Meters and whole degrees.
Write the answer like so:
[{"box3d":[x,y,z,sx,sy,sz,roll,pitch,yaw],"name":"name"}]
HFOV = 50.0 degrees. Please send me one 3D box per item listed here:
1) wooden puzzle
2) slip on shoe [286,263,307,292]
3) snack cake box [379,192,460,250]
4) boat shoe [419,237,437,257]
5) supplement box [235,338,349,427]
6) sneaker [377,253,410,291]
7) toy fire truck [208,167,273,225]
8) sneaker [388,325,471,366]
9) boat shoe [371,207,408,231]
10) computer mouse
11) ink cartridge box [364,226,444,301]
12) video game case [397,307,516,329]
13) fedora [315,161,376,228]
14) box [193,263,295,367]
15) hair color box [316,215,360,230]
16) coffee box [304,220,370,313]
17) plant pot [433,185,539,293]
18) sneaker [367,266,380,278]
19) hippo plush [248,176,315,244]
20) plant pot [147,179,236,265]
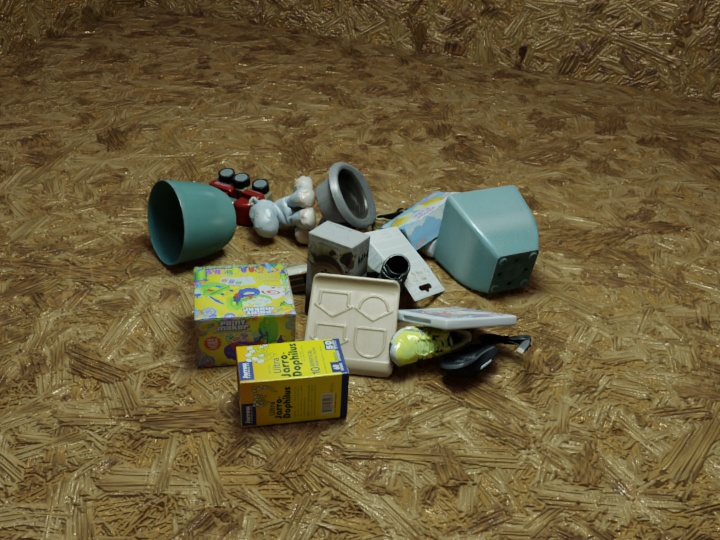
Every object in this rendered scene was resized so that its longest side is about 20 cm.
[{"box3d":[-0.018,0.114,1.588,0.184,0.046,0.201,5,71,3],"name":"wooden puzzle"},{"box3d":[-0.106,0.009,1.785,0.199,0.076,0.061,-9,37,3],"name":"slip on shoe"},{"box3d":[0.164,-0.126,1.967,0.200,0.068,0.115,-34,20,-27],"name":"snack cake box"},{"box3d":[0.228,-0.095,1.998,0.199,0.072,0.062,-25,35,-35],"name":"boat shoe"},{"box3d":[-0.129,0.207,1.439,0.199,0.110,0.109,-4,33,-12],"name":"supplement box"},{"box3d":[0.050,0.049,1.649,0.070,0.099,0.201,22,71,7],"name":"sneaker"},{"box3d":[-0.352,-0.180,2.039,0.175,0.129,0.200,20,47,24],"name":"toy fire truck"},{"box3d":[0.141,0.142,1.569,0.199,0.076,0.076,-16,4,-37],"name":"sneaker"},{"box3d":[0.119,-0.129,2.040,0.199,0.068,0.072,-17,36,-31],"name":"boat shoe"},{"box3d":[0.263,0.179,1.563,0.140,0.046,0.200,-3,14,41],"name":"computer mouse"},{"box3d":[0.092,-0.008,1.801,0.200,0.047,0.160,53,30,14],"name":"ink cartridge box"},{"box3d":[0.193,0.098,1.618,0.199,0.023,0.182,0,4,-36],"name":"video game case"},{"box3d":[-0.048,-0.177,1.936,0.090,0.178,0.200,-21,0,24],"name":"fedora"},{"box3d":[-0.243,0.088,1.605,0.198,0.123,0.193,-2,32,-11],"name":"box"},{"box3d":[-0.062,-0.085,1.958,0.101,0.062,0.200,7,31,6],"name":"hair color box"},{"box3d":[-0.052,0.010,1.677,0.112,0.201,0.080,19,32,25],"name":"coffee box"},{"box3d":[0.316,-0.058,1.845,0.195,0.197,0.200,-9,43,-21],"name":"plant pot"},{"box3d":[0.001,0.000,1.834,0.199,0.071,0.093,18,23,18],"name":"sneaker"},{"box3d":[-0.204,-0.162,1.974,0.160,0.160,0.200,-3,33,-11],"name":"hippo plush"},{"box3d":[-0.399,-0.121,1.866,0.160,0.202,0.200,-8,32,-39],"name":"plant pot"}]
